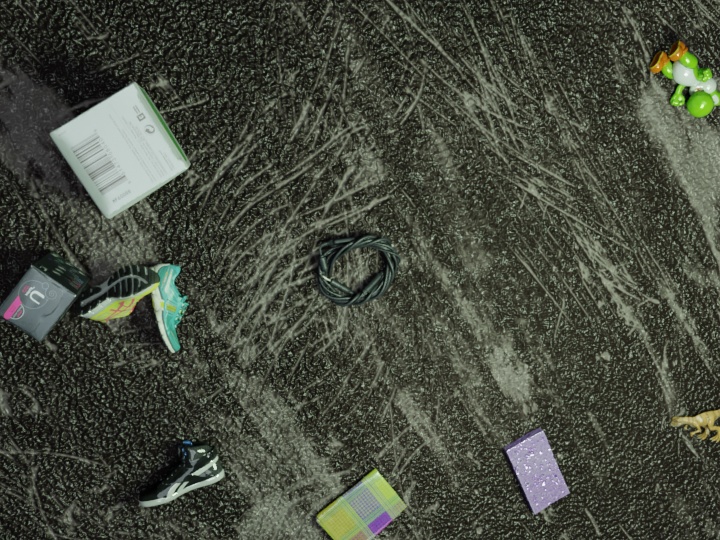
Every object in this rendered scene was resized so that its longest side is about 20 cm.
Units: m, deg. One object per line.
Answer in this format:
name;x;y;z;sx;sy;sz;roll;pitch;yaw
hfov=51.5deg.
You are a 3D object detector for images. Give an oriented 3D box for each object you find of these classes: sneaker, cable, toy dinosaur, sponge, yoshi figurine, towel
sneaker;-0.509;0.055;1.610;0.199;0.079;0.090;-22;145;15
cable;0.000;0.000;1.731;0.198;0.051;0.165;-7;101;-11
sneaker;-0.423;0.455;1.715;0.199;0.073;0.113;-19;99;-16
sneaker;-0.419;0.084;1.650;0.079;0.077;0.202;-9;101;-19
toy dinosaur;0.927;0.395;1.982;0.199;0.060;0.107;-18;101;-8
sponge;0.454;0.516;1.921;0.111;0.030;0.201;-27;103;-6
yoshi figurine;0.793;-0.446;1.797;0.199;0.113;0.112;36;107;-17
towel;-0.001;0.599;1.846;0.200;0.023;0.144;-39;104;-4

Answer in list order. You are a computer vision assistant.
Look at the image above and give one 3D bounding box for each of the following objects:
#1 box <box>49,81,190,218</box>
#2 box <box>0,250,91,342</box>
box;-0.482;-0.246;1.529;0.199;0.171;0.200;-33;104;-5
box;-0.644;0.048;1.530;0.106;0.200;0.123;37;90;-15
